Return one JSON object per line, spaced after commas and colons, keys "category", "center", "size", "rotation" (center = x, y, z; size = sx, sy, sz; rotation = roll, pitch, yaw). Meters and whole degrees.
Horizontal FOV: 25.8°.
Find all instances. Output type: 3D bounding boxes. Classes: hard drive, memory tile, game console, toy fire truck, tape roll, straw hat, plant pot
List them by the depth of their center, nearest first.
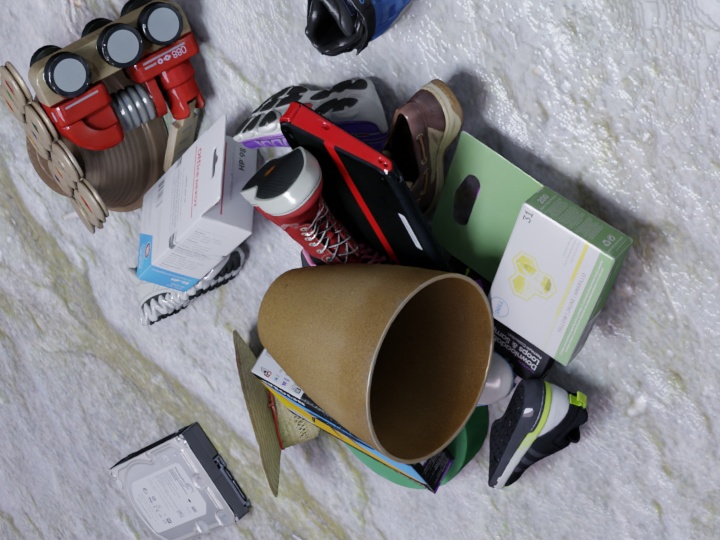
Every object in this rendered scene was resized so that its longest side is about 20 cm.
{"category": "plant pot", "center": [-0.001, 0.068, 1.550], "size": [0.199, 0.186, 0.188], "rotation": [20, 129, 40]}
{"category": "game console", "center": [0.009, -0.074, 1.557], "size": [0.176, 0.031, 0.200], "rotation": [30, 161, 40]}
{"category": "toy fire truck", "center": [-0.249, -0.178, 1.721], "size": [0.129, 0.175, 0.201], "rotation": [27, 144, 63]}
{"category": "memory tile", "center": [-0.343, -0.133, 1.747], "size": [0.201, 0.017, 0.153], "rotation": [57, 166, -4]}
{"category": "tape roll", "center": [0.047, 0.147, 1.757], "size": [0.199, 0.048, 0.202], "rotation": [22, 130, 29]}
{"category": "straw hat", "center": [-0.084, 0.157, 1.844], "size": [0.084, 0.201, 0.203], "rotation": [-14, 113, 1]}
{"category": "plant pot", "center": [-0.326, -0.149, 1.852], "size": [0.200, 0.093, 0.202], "rotation": [22, 130, 28]}
{"category": "hard drive", "center": [-0.245, 0.293, 2.111], "size": [0.199, 0.038, 0.140], "rotation": [-28, 97, 46]}

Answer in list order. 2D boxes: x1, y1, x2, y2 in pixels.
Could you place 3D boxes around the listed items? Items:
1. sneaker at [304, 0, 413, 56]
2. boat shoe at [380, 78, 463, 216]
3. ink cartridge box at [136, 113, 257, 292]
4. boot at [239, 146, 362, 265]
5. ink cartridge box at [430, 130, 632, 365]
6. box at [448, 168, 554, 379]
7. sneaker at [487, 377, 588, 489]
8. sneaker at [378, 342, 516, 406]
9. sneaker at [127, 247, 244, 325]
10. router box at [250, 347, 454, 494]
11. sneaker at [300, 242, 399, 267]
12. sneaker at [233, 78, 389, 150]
{"category": "sneaker", "center": [0.017, -0.273, 1.462], "size": [0.077, 0.111, 0.200], "rotation": [49, 137, 4]}
{"category": "boat shoe", "center": [0.043, -0.106, 1.555], "size": [0.072, 0.072, 0.200], "rotation": [50, 152, 16]}
{"category": "ink cartridge box", "center": [-0.173, -0.072, 1.744], "size": [0.066, 0.117, 0.200], "rotation": [19, 146, -28]}
{"category": "boot", "center": [-0.039, -0.048, 1.569], "size": [0.144, 0.072, 0.200], "rotation": [45, 173, -11]}
{"category": "ink cartridge box", "center": [0.149, -0.021, 1.511], "size": [0.199, 0.048, 0.146], "rotation": [34, 134, 17]}
{"category": "box", "center": [0.158, 0.007, 1.580], "size": [0.143, 0.036, 0.201], "rotation": [37, 134, 17]}
{"category": "sneaker", "center": [0.186, 0.179, 1.639], "size": [0.082, 0.072, 0.200], "rotation": [9, 151, -7]}
{"category": "sneaker", "center": [0.065, 0.105, 1.635], "size": [0.198, 0.072, 0.073], "rotation": [9, 108, 26]}
{"category": "sneaker", "center": [-0.214, 0.001, 1.874], "size": [0.199, 0.075, 0.082], "rotation": [-27, 87, 45]}
{"category": "router box", "center": [-0.006, 0.155, 1.682], "size": [0.199, 0.051, 0.149], "rotation": [27, 168, 26]}
{"category": "sneaker", "center": [0.000, 0.000, 1.683], "size": [0.199, 0.079, 0.096], "rotation": [-6, 98, 49]}
{"category": "sneaker", "center": [-0.052, -0.140, 1.638], "size": [0.199, 0.081, 0.084], "rotation": [1, 129, 44]}
